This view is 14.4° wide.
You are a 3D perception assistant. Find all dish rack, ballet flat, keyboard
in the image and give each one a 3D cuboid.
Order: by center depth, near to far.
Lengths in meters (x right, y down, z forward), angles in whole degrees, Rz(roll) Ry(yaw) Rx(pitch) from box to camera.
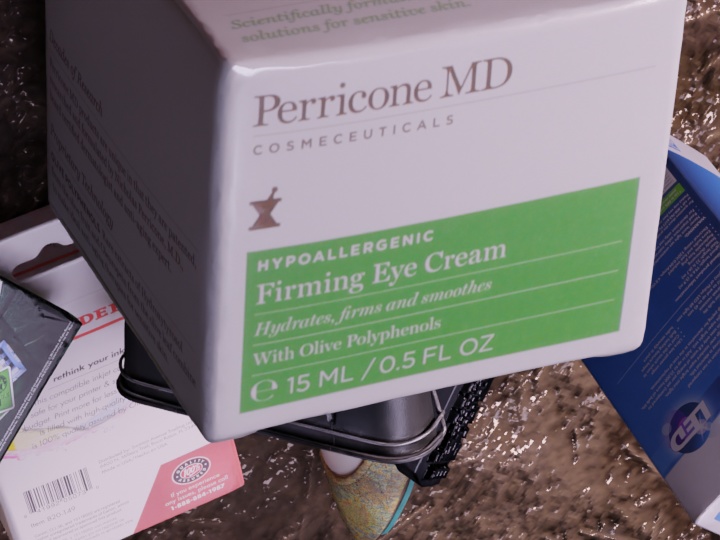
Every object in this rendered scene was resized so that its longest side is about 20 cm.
[{"bbox_3d":[0.000,0.000,1.254,0.200,0.152,0.055,-45,140,-48],"label":"dish rack"},{"bbox_3d":[0.076,0.017,1.365,0.201,0.039,0.104,-66,160,4],"label":"keyboard"},{"bbox_3d":[0.009,0.043,1.399,0.070,0.071,0.201,6,117,-32],"label":"ballet flat"}]

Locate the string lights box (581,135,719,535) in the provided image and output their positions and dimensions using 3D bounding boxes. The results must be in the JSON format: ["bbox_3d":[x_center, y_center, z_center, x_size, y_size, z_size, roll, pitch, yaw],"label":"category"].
[{"bbox_3d":[0.164,0.029,1.376,0.059,0.200,0.103,25,113,-40],"label":"string lights box"}]

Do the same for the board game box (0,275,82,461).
[{"bbox_3d":[-0.213,0.083,1.215,0.104,0.023,0.201,30,93,-24],"label":"board game box"}]

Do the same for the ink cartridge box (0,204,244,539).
[{"bbox_3d":[-0.133,0.035,1.313,0.116,0.068,0.201,-22,134,-12],"label":"ink cartridge box"}]

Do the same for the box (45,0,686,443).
[{"bbox_3d":[-0.005,-0.068,1.137,0.198,0.200,0.172,-11,124,-22],"label":"box"}]
